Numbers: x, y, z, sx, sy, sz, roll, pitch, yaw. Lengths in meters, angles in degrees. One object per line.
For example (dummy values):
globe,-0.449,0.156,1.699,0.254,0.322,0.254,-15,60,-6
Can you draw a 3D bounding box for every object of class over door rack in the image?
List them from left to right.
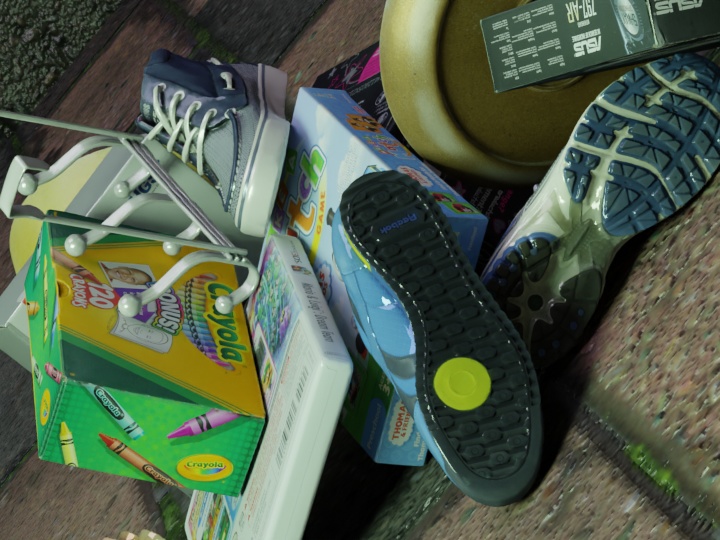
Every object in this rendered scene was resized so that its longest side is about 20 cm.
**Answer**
over door rack,-0.169,-0.044,1.713,0.067,0.200,0.148,-55,47,11

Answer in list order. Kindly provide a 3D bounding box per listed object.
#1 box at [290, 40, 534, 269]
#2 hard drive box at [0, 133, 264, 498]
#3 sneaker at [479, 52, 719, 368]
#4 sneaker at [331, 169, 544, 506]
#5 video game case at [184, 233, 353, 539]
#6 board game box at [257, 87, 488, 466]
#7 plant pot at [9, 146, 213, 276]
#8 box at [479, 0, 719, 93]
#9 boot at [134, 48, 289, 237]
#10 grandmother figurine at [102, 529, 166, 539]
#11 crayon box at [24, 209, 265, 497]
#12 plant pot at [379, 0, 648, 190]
box,0.032,-0.066,1.870,0.200,0.115,0.132,-24,32,59
hard drive box,-0.114,0.036,1.884,0.156,0.200,0.077,-55,15,-14
sneaker,0.123,-0.039,1.623,0.200,0.077,0.085,-50,9,-2
sneaker,0.041,0.044,1.566,0.066,0.200,0.079,-19,-27,-15
video game case,-0.055,0.103,1.695,0.182,0.024,0.201,-115,39,-65
board game box,0.000,0.000,1.714,0.200,0.036,0.152,46,127,57
plant pot,-0.136,0.028,2.052,0.200,0.200,0.142,-41,45,33
box,0.177,-0.141,1.586,0.160,0.044,0.200,-13,1,-23
boot,-0.093,-0.079,1.796,0.200,0.090,0.073,-97,20,-71
grandmother figurine,-0.188,0.254,1.864,0.200,0.061,0.121,-53,6,-20
crayon box,-0.128,0.046,1.731,0.200,0.118,0.058,-106,32,-59
plant pot,0.106,-0.135,1.686,0.200,0.200,0.027,-50,34,1
